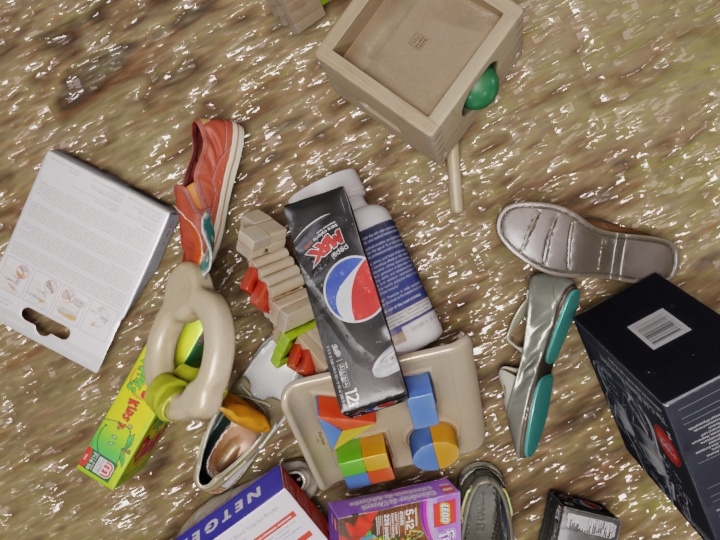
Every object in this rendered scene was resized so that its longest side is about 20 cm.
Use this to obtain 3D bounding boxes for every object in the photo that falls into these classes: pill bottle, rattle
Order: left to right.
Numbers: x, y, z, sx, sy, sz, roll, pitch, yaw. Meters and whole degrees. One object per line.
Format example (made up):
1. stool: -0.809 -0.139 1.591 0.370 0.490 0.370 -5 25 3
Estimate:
1. rattle: -0.131 0.049 0.754 0.141 0.130 0.203 11 70 -28
2. pill bottle: 0.000 0.000 0.819 0.110 0.111 0.202 -25 88 2

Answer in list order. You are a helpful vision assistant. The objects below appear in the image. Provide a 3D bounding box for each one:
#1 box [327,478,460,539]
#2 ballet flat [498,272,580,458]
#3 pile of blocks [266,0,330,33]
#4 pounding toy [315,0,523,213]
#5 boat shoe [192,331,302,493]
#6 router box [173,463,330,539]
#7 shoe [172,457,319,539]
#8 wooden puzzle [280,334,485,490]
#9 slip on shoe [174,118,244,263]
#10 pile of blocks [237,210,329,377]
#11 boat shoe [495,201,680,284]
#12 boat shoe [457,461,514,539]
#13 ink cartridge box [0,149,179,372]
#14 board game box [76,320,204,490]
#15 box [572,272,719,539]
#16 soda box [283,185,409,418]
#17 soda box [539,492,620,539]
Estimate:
1. box: 0.039 0.330 0.802 0.135 0.039 0.204 -7 102 -19
2. ballet flat: 0.186 0.101 0.838 0.063 0.067 0.203 17 95 32
3. pile of blocks: -0.049 -0.360 0.866 0.062 0.082 0.202 19 77 45
4. pounding toy: 0.077 -0.203 0.824 0.199 0.142 0.185 37 90 14
5. boat shoe: -0.117 0.155 0.841 0.074 0.068 0.202 27 87 6
6. router box: -0.112 0.335 0.812 0.199 0.049 0.181 -34 110 0
7. shoe: -0.134 0.274 0.847 0.199 0.053 0.070 -35 87 1
8. wooden puzzle: 0.034 0.162 0.790 0.197 0.187 0.047 -17 43 0
9. slip on shoe: -0.180 -0.073 0.844 0.060 0.074 0.203 15 83 -27
10. pile of blocks: -0.090 0.039 0.789 0.082 0.062 0.202 -32 83 46
11. boat shoe: 0.239 -0.025 0.832 0.197 0.068 0.073 18 97 1
12. boat shoe: 0.134 0.317 0.829 0.071 0.060 0.205 -1 88 3
13. ink cartridge box: -0.319 -0.013 0.873 0.161 0.057 0.202 26 98 3
14. board game box: -0.221 0.127 0.832 0.047 0.102 0.202 29 90 2
15. box: 0.314 0.132 0.731 0.103 0.200 0.184 -27 109 2
16. soda box: -0.013 0.030 0.712 0.062 0.071 0.203 -18 75 2
17. soda box: 0.216 0.348 0.810 0.062 0.071 0.203 13 88 1
